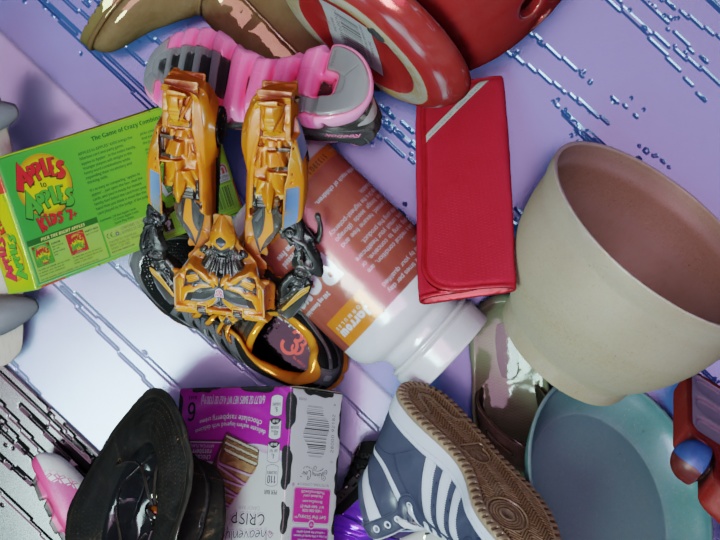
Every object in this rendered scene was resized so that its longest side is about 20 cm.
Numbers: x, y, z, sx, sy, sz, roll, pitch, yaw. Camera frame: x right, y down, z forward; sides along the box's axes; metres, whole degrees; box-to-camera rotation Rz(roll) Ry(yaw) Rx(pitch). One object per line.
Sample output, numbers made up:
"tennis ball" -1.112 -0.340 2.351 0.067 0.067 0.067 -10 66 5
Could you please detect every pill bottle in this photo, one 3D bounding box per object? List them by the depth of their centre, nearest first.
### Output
"pill bottle" 0.000 0.000 1.416 0.200 0.112 0.112 43 94 1

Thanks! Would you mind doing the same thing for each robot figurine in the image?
"robot figurine" -0.099 -0.046 1.332 0.144 0.058 0.201 7 116 9

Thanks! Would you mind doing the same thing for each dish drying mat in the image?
"dish drying mat" 0.079 -0.066 1.393 0.076 0.018 0.201 -8 55 12

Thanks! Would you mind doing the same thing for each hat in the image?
"hat" -0.149 0.193 1.360 0.081 0.200 0.202 16 94 -30

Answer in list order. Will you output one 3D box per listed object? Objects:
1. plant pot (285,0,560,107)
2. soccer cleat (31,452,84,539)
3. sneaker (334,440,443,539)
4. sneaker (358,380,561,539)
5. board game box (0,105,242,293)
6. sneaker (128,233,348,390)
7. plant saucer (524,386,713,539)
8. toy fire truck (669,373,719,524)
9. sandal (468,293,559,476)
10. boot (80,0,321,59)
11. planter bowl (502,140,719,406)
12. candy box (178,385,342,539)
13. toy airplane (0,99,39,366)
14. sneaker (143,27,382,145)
"plant pot" 0.053 -0.234 1.342 0.200 0.200 0.183 37 79 1
"soccer cleat" -0.193 0.224 1.465 0.086 0.070 0.201 -31 94 -10
"sneaker" 0.005 0.190 1.452 0.199 0.070 0.100 -19 84 0
"sneaker" 0.069 0.187 1.340 0.200 0.070 0.109 52 125 38
"board game box" -0.194 -0.062 1.393 0.199 0.047 0.102 -23 98 -37
"sneaker" -0.098 0.031 1.441 0.199 0.077 0.079 30 96 3
"plant saucer" 0.194 0.180 1.402 0.036 0.200 0.201 -32 91 45
"toy fire truck" 0.308 0.167 1.371 0.167 0.200 0.112 31 115 -2
"sandal" 0.125 0.120 1.442 0.079 0.057 0.202 -13 93 4
"boot" -0.100 -0.181 1.438 0.200 0.066 0.175 45 95 -1
"planter bowl" 0.192 0.018 1.380 0.200 0.200 0.135 38 118 1
"candy box" -0.086 0.192 1.403 0.136 0.061 0.201 -5 79 45
"toy airplane" -0.299 -0.041 1.414 0.200 0.141 0.199 42 105 -17
"sneaker" -0.072 -0.131 1.384 0.199 0.095 0.079 12 77 23
